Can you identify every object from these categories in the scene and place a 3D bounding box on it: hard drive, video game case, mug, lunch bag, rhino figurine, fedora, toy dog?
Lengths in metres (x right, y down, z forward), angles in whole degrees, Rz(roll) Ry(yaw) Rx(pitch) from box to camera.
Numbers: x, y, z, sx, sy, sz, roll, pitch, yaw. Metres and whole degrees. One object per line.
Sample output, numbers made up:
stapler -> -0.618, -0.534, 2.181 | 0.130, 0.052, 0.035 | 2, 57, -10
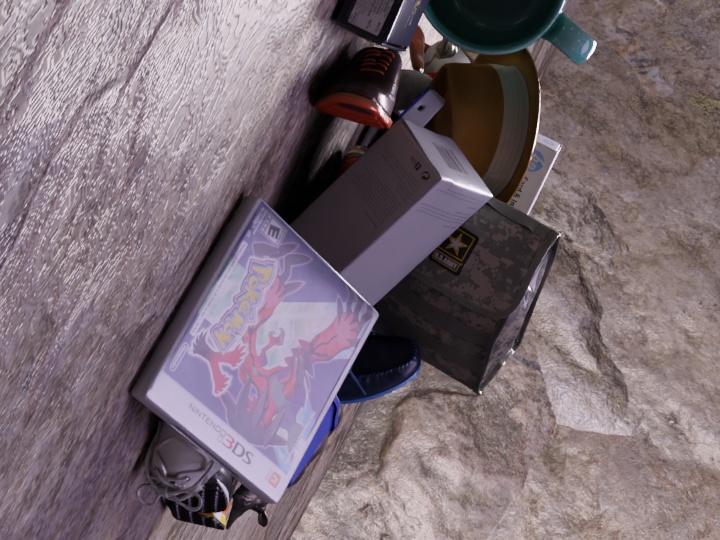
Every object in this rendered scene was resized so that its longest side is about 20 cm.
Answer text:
hard drive -> -0.002, -0.092, 1.798 | 0.200, 0.025, 0.132 | -46, -178, 24
video game case -> -0.084, 0.069, 1.530 | 0.182, 0.023, 0.200 | 45, 64, -37
mug -> 0.138, -0.276, 1.792 | 0.114, 0.152, 0.185 | -45, 116, -80
lunch bag -> 0.099, -0.001, 1.811 | 0.118, 0.164, 0.200 | -45, 159, -43
rhino figurine -> -0.080, 0.192, 1.871 | 0.200, 0.060, 0.087 | -54, 165, -26
fedora -> 0.110, -0.148, 1.851 | 0.201, 0.082, 0.201 | -36, -132, 55
toy dog -> 0.068, -0.224, 1.954 | 0.132, 0.096, 0.200 | -61, 159, 4

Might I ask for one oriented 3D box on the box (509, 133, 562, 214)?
box -> 0.112, -0.121, 2.106 | 0.156, 0.200, 0.041 | -65, 176, 24

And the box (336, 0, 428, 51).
box -> 0.051, -0.293, 1.574 | 0.200, 0.051, 0.158 | -65, 175, 8

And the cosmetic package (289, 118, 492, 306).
cosmetic package -> 0.014, -0.042, 1.715 | 0.200, 0.081, 0.113 | -41, 155, 18

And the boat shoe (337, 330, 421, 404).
boat shoe -> -0.039, 0.094, 1.802 | 0.084, 0.200, 0.069 | -104, -176, -48

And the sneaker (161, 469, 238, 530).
sneaker -> -0.161, 0.206, 1.863 | 0.200, 0.070, 0.090 | 100, 2, -70

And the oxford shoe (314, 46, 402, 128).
oxford shoe -> 0.003, -0.172, 1.645 | 0.200, 0.071, 0.073 | -85, -169, -83

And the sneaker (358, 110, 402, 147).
sneaker -> 0.018, -0.107, 2.042 | 0.115, 0.075, 0.200 | -39, 145, -64

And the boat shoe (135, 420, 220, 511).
boat shoe -> -0.169, 0.182, 1.655 | 0.086, 0.075, 0.202 | -59, -178, -17

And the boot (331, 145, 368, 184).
boot -> -0.015, -0.051, 1.955 | 0.107, 0.075, 0.200 | -54, 171, -31

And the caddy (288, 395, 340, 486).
caddy -> -0.091, 0.116, 1.671 | 0.105, 0.141, 0.200 | -56, 172, -18
